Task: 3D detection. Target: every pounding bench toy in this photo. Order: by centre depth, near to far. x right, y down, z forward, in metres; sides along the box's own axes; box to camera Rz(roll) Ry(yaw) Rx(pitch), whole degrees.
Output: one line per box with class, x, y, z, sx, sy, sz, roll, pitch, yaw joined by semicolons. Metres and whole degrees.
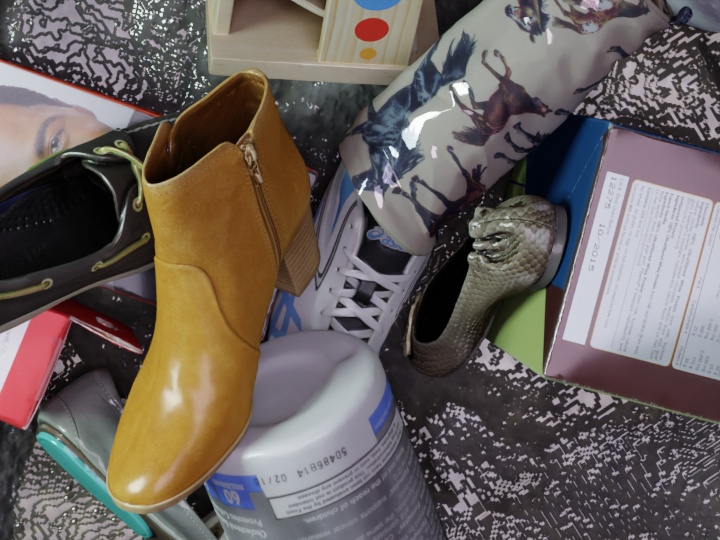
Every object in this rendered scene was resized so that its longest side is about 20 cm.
pounding bench toy;0.024;-0.195;1.330;0.199;0.156;0.125;3;51;-9

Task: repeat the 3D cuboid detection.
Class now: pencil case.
pencil case;0.075;-0.095;1.313;0.200;0.078;0.089;-43;145;16

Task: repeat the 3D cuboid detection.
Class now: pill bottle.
pill bottle;-0.013;0.143;1.380;0.113;0.114;0.201;-24;119;-5

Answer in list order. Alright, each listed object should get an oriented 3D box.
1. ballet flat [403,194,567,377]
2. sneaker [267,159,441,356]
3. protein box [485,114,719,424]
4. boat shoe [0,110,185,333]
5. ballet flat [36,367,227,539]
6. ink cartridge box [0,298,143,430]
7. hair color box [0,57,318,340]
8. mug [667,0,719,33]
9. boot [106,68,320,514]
ballet flat;0.056;0.007;1.361;0.046;0.200;0.068;12;70;-14
sneaker;0.000;0.000;1.411;0.071;0.072;0.201;19;94;-11
protein box;0.187;0.004;1.373;0.199;0.199;0.136;15;94;-10
boat shoe;-0.137;-0.030;1.302;0.201;0.061;0.072;-33;83;-27
ballet flat;-0.098;0.138;1.416;0.064;0.067;0.200;-43;102;-21
ink cartridge box;-0.222;0.027;1.358;0.199;0.116;0.068;23;91;-9
hair color box;-0.134;-0.041;1.392;0.199;0.061;0.102;18;93;-9
mug;0.248;-0.213;1.371;0.199;0.175;0.148;-28;99;-4
boot;-0.089;0.007;1.280;0.070;0.144;0.202;14;58;28
